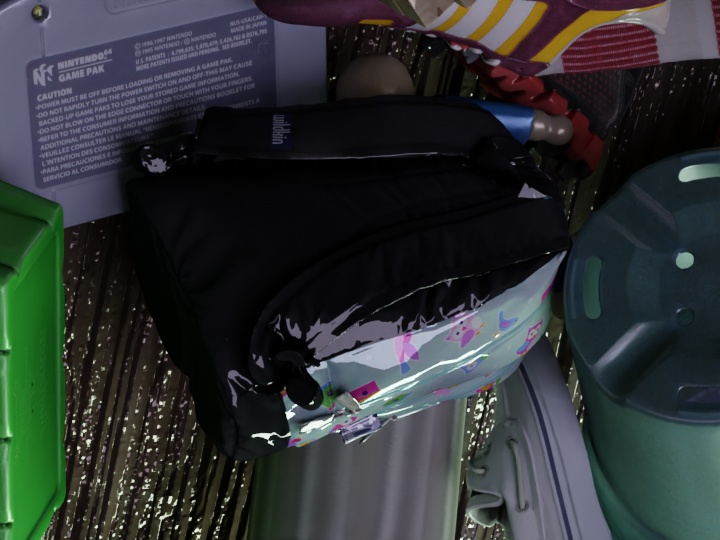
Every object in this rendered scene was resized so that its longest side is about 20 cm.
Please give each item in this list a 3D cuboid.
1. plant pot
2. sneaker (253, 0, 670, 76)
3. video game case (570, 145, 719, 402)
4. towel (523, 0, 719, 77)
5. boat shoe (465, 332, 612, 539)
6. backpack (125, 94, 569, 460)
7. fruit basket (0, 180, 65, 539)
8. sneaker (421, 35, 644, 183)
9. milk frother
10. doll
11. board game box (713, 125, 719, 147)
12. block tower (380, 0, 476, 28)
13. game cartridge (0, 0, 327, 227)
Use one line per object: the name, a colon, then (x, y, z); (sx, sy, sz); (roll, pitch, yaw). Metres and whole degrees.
plant pot: (0.191, 0.049, 1.315); (0.200, 0.200, 0.196); (-44, 151, -9)
sneaker: (0.049, -0.128, 1.244); (0.199, 0.075, 0.090); (-8, 127, 14)
video game case: (0.232, 0.028, 1.458); (0.181, 0.023, 0.201); (-31, 93, 18)
towel: (0.164, -0.163, 1.264); (0.199, 0.023, 0.145); (-6, 130, 12)
boat shoe: (0.084, 0.108, 1.327); (0.066, 0.201, 0.074); (-16, 149, -1)
backpack: (0.000, 0.000, 1.270); (0.199, 0.168, 0.127); (-16, 153, -18)
fruit basket: (-0.245, 0.051, 1.203); (0.214, 0.156, 0.217); (5, 115, 10)
sneaker: (0.085, -0.135, 1.364); (0.098, 0.071, 0.200); (-50, 133, -4)
milk frother: (-0.052, 0.141, 1.374); (0.199, 0.181, 0.189); (10, 70, -9)
doll: (0.053, -0.045, 1.364); (0.136, 0.049, 0.200); (-23, 131, 25)
board game box: (0.229, 0.019, 1.521); (0.047, 0.101, 0.201); (4, 110, -39)
block tower: (-0.009, -0.172, 1.193); (0.054, 0.200, 0.058); (-43, 125, -8)
game cartridge: (-0.107, -0.097, 1.269); (0.199, 0.041, 0.134); (-16, 124, -29)
